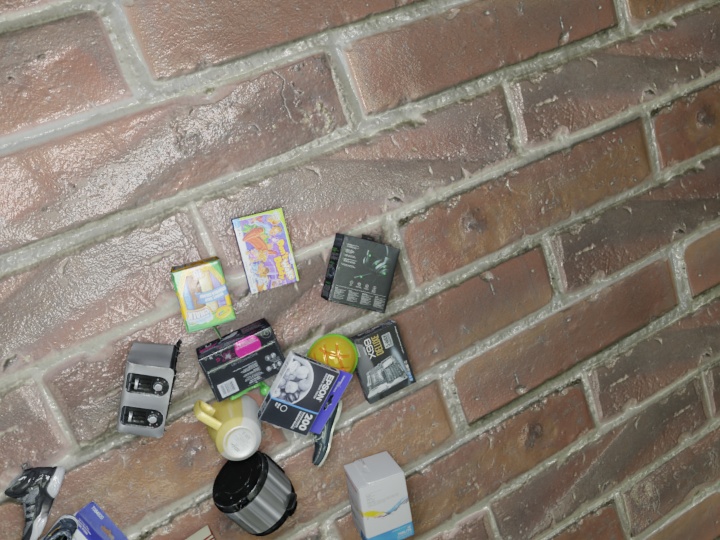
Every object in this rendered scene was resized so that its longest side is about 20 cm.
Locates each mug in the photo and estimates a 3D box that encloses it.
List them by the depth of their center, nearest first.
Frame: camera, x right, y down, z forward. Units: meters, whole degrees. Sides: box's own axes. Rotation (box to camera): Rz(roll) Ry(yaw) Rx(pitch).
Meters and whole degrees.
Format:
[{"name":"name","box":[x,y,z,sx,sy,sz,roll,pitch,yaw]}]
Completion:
[{"name":"mug","box":[-0.341,0.419,1.434,0.185,0.153,0.151,1,97,-19]}]

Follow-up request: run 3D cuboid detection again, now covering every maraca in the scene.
[{"name":"maraca","box":[-0.094,0.262,1.530,0.137,0.107,0.200,43,106,-1]}]

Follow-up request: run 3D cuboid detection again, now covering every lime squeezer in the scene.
[{"name":"lime squeezer","box":[-0.269,0.335,1.494,0.038,0.071,0.200,-31,141,23]}]

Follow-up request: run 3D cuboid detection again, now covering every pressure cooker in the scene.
[{"name":"pressure cooker","box":[-0.275,0.600,1.463,0.178,0.176,0.201,-40,122,-10]}]

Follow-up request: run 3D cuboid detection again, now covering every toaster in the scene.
[{"name":"toaster","box":[-0.516,0.279,1.346,0.118,0.200,0.182,11,101,-17]}]

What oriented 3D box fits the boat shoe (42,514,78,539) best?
[{"name":"boat shoe","box":[-0.756,0.692,1.313,0.071,0.091,0.201,33,84,-17]}]

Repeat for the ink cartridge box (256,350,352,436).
[{"name":"ink cartridge box","box":[-0.140,0.333,1.448,0.199,0.043,0.199,25,98,-25]}]

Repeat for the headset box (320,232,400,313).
[{"name":"headset box","box":[0.000,0.000,1.533,0.173,0.093,0.202,13,92,-20]}]

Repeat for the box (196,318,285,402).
[{"name":"box","box":[-0.310,0.232,1.443,0.199,0.115,0.133,-24,105,-14]}]

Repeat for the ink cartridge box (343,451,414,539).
[{"name":"ink cartridge box","box":[0.051,0.667,1.604,0.145,0.147,0.202,-13,101,-17]}]

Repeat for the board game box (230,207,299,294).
[{"name":"board game box","box":[-0.254,-0.054,1.464,0.133,0.045,0.202,-16,101,-17]}]

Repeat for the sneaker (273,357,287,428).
[{"name":"sneaker","box":[-0.177,0.335,1.523,0.104,0.075,0.202,13,88,-40]}]

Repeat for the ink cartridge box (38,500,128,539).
[{"name":"ink cartridge box","box":[-0.712,0.727,1.401,0.199,0.041,0.200,-36,106,-12]}]

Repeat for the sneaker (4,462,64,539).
[{"name":"sneaker","box":[-0.808,0.565,1.333,0.113,0.075,0.202,22,83,-19]}]

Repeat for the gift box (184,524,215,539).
[{"name":"gift box","box":[-0.443,0.803,1.437,0.186,0.184,0.201,-29,101,-23]}]

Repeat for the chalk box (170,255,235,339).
[{"name":"chalk box","box":[-0.394,0.078,1.390,0.123,0.125,0.202,-15,100,-17]}]

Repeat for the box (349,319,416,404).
[{"name":"box","box":[0.059,0.265,1.609,0.157,0.050,0.202,-22,103,-15]}]

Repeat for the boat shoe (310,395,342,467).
[{"name":"boat shoe","box":[-0.108,0.453,1.560,0.061,0.075,0.202,19,89,-22]}]
